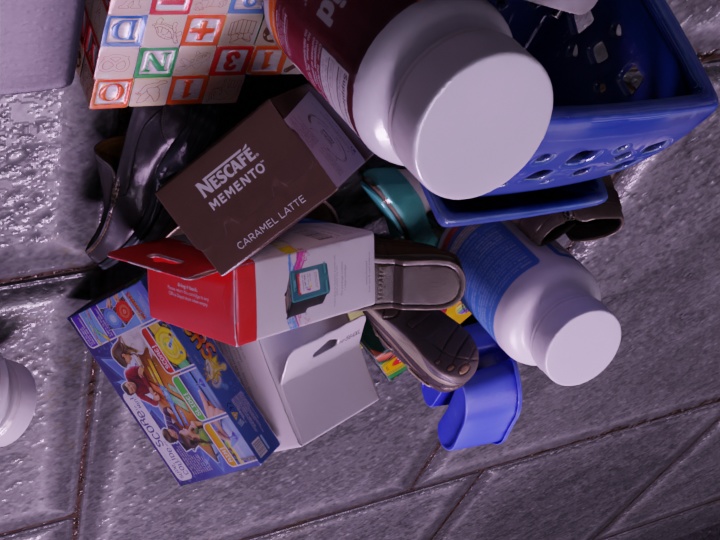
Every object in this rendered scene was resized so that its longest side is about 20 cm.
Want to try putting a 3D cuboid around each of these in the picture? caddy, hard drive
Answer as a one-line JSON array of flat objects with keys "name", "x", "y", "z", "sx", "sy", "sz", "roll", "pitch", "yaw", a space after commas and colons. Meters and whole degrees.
[{"name": "caddy", "x": 0.155, "y": 0.152, "z": 1.432, "sx": 0.104, "sy": 0.142, "sz": 0.201, "roll": -12, "pitch": 150, "yaw": -16}, {"name": "hard drive", "x": -0.269, "y": -0.164, "z": 0.673, "sx": 0.198, "sy": 0.043, "sz": 0.135, "roll": -4, "pitch": 144, "yaw": -26}]

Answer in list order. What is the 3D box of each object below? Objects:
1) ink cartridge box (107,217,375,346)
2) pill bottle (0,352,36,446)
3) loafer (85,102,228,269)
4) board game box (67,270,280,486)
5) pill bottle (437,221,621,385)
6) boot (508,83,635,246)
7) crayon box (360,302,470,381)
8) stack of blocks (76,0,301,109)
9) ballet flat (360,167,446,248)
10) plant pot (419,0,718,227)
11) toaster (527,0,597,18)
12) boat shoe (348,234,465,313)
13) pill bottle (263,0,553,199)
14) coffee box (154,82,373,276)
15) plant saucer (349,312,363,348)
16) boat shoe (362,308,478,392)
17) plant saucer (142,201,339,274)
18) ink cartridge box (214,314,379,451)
[{"name": "ink cartridge box", "x": -0.095, "y": 0.007, "z": 0.891, "sx": 0.199, "sy": 0.116, "sz": 0.068, "roll": -15, "pitch": 110, "yaw": -44}, {"name": "pill bottle", "x": -0.385, "y": 0.099, "z": 0.954, "sx": 0.112, "sy": 0.113, "sz": 0.200, "roll": -33, "pitch": 150, "yaw": 15}, {"name": "loafer", "x": -0.182, "y": -0.084, "z": 0.874, "sx": 0.072, "sy": 0.073, "sz": 0.200, "roll": 29, "pitch": 121, "yaw": -17}, {"name": "board game box", "x": -0.177, "y": 0.103, "z": 1.012, "sx": 0.135, "sy": 0.201, "sz": 0.034, "roll": -22, "pitch": -166, "yaw": 43}, {"name": "pill bottle", "x": 0.163, "y": 0.022, "z": 1.054, "sx": 0.111, "sy": 0.200, "sz": 0.113, "roll": -12, "pitch": 124, "yaw": -18}, {"name": "boot", "x": 0.218, "y": -0.099, "z": 1.063, "sx": 0.198, "sy": 0.147, "sz": 0.070, "roll": -19, "pitch": 149, "yaw": -11}, {"name": "crayon box", "x": 0.087, "y": 0.033, "z": 1.215, "sx": 0.200, "sy": 0.051, "sz": 0.127, "roll": -40, "pitch": 161, "yaw": -3}, {"name": "stack of blocks", "x": -0.097, "y": -0.181, "z": 0.775, "sx": 0.198, "sy": 0.059, "sz": 0.116, "roll": -8, "pitch": 147, "yaw": -29}, {"name": "ballet flat", "x": 0.052, "y": -0.064, "z": 1.086, "sx": 0.070, "sy": 0.067, "sz": 0.200, "roll": -38, "pitch": 155, "yaw": -3}, {"name": "plant pot", "x": 0.128, "y": -0.151, "z": 0.870, "sx": 0.198, "sy": 0.201, "sz": 0.180, "roll": -10, "pitch": 155, "yaw": -26}, {"name": "toaster", "x": 0.056, "y": -0.258, "z": 0.647, "sx": 0.180, "sy": 0.201, "sz": 0.119, "roll": 3, "pitch": 130, "yaw": -39}, {"name": "boat shoe", "x": 0.000, "y": 0.000, "z": 1.040, "sx": 0.198, "sy": 0.068, "sz": 0.073, "roll": 10, "pitch": 109, "yaw": -7}, {"name": "pill bottle", "x": 0.026, "y": -0.138, "z": 0.682, "sx": 0.113, "sy": 0.200, "sz": 0.115, "roll": -19, "pitch": 134, "yaw": -21}, {"name": "coffee box", "x": -0.063, "y": -0.081, "z": 0.841, "sx": 0.114, "sy": 0.080, "sz": 0.200, "roll": -36, "pitch": -174, "yaw": 16}, {"name": "plant saucer", "x": -0.031, "y": 0.042, "z": 1.221, "sx": 0.198, "sy": 0.031, "sz": 0.201, "roll": -20, "pitch": 151, "yaw": -12}, {"name": "boat shoe", "x": 0.035, "y": 0.048, "z": 1.099, "sx": 0.074, "sy": 0.200, "sz": 0.074, "roll": -28, "pitch": 158, "yaw": -28}, {"name": "plant saucer", "x": -0.118, "y": -0.024, "z": 1.040, "sx": 0.199, "sy": 0.037, "sz": 0.201, "roll": -19, "pitch": 151, "yaw": -11}, {"name": "ink cartridge box", "x": -0.090, "y": 0.105, "z": 1.075, "sx": 0.199, "sy": 0.126, "sz": 0.128, "roll": -18, "pitch": -175, "yaw": 43}]
